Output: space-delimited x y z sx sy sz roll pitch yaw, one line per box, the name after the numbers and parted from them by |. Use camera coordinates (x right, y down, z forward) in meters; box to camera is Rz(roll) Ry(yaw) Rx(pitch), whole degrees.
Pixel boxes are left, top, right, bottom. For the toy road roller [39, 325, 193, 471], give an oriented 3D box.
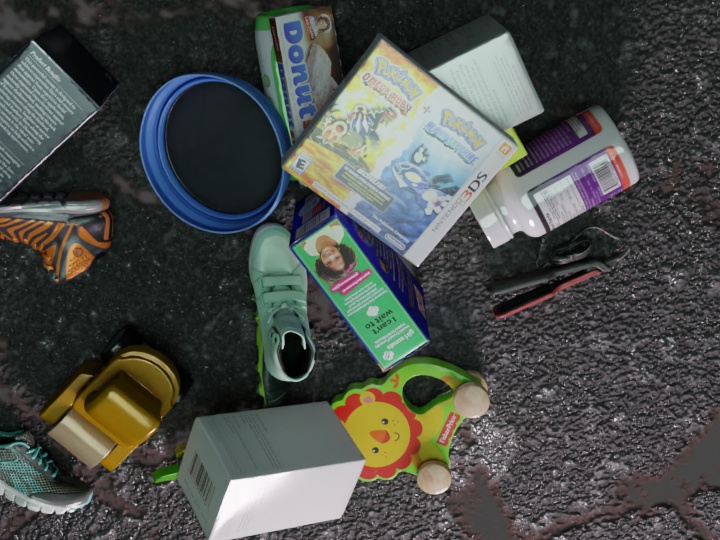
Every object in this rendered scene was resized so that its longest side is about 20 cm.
-0.321 0.181 1.434 0.123 0.146 0.200 43 102 -15 | toy road roller

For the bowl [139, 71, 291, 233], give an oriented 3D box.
-0.174 -0.145 1.348 0.201 0.039 0.201 9 114 21 | bowl

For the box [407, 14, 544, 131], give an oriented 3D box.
0.095 -0.205 1.321 0.200 0.152 0.106 -26 110 7 | box

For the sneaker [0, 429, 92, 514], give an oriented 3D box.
-0.453 0.261 1.495 0.200 0.078 0.091 22 103 -12 | sneaker

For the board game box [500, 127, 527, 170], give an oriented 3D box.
0.101 -0.122 1.376 0.200 0.102 0.048 -31 107 7 | board game box

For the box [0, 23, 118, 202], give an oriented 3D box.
-0.400 -0.178 1.305 0.200 0.148 0.107 -40 107 10 | box

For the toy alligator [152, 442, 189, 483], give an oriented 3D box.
-0.186 0.253 1.520 0.200 0.059 0.054 -22 153 -2 | toy alligator

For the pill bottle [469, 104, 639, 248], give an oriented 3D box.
0.234 -0.111 1.383 0.200 0.111 0.111 -29 108 7 | pill bottle

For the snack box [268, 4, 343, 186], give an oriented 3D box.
-0.053 -0.203 1.295 0.072 0.024 0.200 -18 111 -21 | snack box

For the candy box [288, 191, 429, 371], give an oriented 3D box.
0.000 0.000 1.377 0.077 0.169 0.200 -35 107 12 | candy box

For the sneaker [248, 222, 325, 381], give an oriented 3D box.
-0.088 0.040 1.369 0.074 0.118 0.201 -8 94 -15 | sneaker

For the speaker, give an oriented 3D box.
-0.074 -0.215 1.344 0.088 0.088 0.200 -9 109 0 | speaker

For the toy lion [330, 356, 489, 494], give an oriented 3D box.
0.054 0.204 1.514 0.192 0.069 0.200 24 106 -3 | toy lion

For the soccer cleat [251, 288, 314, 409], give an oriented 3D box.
-0.101 0.107 1.464 0.081 0.068 0.200 -2 106 -4 | soccer cleat

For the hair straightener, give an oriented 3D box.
0.258 -0.007 1.457 0.200 0.041 0.077 -21 109 4 | hair straightener

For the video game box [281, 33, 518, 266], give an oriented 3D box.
0.044 -0.131 1.241 0.200 0.047 0.182 35 103 -15 | video game box

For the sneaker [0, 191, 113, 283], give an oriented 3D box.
-0.412 -0.037 1.390 0.200 0.078 0.112 0 108 -3 | sneaker

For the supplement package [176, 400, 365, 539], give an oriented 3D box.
-0.116 0.257 1.434 0.200 0.117 0.117 -2 127 -34 | supplement package
